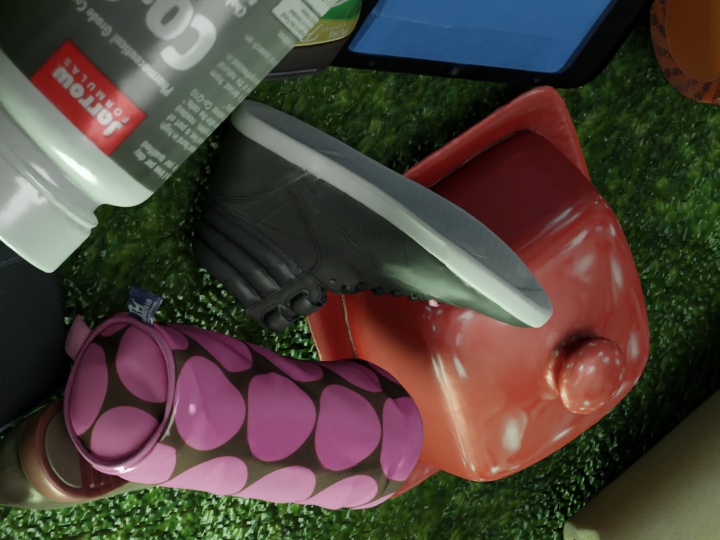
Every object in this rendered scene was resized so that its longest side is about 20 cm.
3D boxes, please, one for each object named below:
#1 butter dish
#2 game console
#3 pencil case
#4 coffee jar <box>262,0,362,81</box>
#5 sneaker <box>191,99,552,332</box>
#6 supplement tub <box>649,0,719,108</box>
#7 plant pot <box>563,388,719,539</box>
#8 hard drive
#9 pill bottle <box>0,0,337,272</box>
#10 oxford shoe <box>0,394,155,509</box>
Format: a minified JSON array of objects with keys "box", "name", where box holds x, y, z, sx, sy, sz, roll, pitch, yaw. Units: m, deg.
[{"box":[0.090,0.033,1.675,0.199,0.148,0.201,-35,129,-20],"name":"butter dish"},{"box":[0.106,-0.137,1.579,0.199,0.176,0.117,2,106,-35],"name":"game console"},{"box":[-0.061,0.071,1.559,0.199,0.094,0.091,17,104,-47],"name":"pencil case"},{"box":[-0.027,-0.184,1.474,0.104,0.085,0.201,-9,140,-42],"name":"coffee jar"},{"box":[0.000,0.000,1.590,0.100,0.199,0.071,-60,178,15],"name":"sneaker"},{"box":[0.272,-0.147,1.744,0.199,0.122,0.123,-2,114,-38],"name":"supplement tub"},{"box":[0.233,0.163,1.843,0.183,0.201,0.201,-31,129,-7],"name":"plant pot"},{"box":[-0.233,0.050,1.487,0.199,0.042,0.135,-27,139,-25],"name":"hard drive"},{"box":[-0.108,-0.103,1.369,0.200,0.114,0.114,-46,133,2],"name":"pill bottle"},{"box":[-0.123,0.085,1.601,0.199,0.075,0.071,-7,80,-50],"name":"oxford shoe"}]
